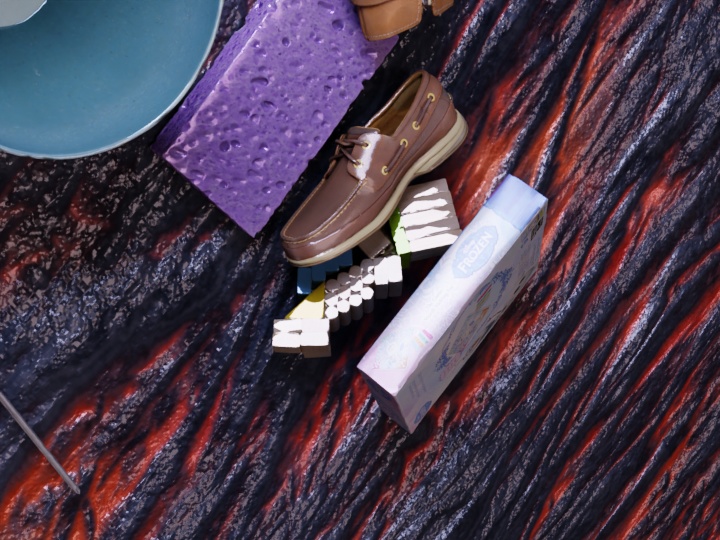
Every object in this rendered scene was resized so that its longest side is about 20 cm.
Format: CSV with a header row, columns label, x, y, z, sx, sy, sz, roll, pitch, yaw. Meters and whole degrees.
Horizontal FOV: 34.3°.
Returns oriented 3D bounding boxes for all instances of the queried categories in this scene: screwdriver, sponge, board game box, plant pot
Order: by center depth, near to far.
label,x,y,z,sx,sy,sz,roll,pitch,yaw
plant pot,-0.199,-0.180,0.694,0.199,0.135,0.201,-15,117,-32
screwdriver,-0.257,0.098,0.839,0.029,0.028,0.201,-18,125,4
sponge,-0.062,-0.137,0.890,0.200,0.030,0.112,-55,132,-6
board game box,0.082,0.036,1.000,0.199,0.043,0.200,-52,165,-10

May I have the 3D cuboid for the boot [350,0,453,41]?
label,x,y,z,sx,sy,sz,roll,pitch,yaw
boot,0.057,-0.275,0.879,0.200,0.077,0.156,-34,120,-29

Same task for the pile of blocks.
label,x,y,z,sx,sy,sz,roll,pitch,yaw
pile of blocks,0.000,0.000,0.986,0.200,0.082,0.062,-37,167,-10

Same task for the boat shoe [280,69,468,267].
label,x,y,z,sx,sy,sz,roll,pitch,yaw
boat shoe,0.003,-0.084,0.940,0.200,0.072,0.068,-45,125,-22
